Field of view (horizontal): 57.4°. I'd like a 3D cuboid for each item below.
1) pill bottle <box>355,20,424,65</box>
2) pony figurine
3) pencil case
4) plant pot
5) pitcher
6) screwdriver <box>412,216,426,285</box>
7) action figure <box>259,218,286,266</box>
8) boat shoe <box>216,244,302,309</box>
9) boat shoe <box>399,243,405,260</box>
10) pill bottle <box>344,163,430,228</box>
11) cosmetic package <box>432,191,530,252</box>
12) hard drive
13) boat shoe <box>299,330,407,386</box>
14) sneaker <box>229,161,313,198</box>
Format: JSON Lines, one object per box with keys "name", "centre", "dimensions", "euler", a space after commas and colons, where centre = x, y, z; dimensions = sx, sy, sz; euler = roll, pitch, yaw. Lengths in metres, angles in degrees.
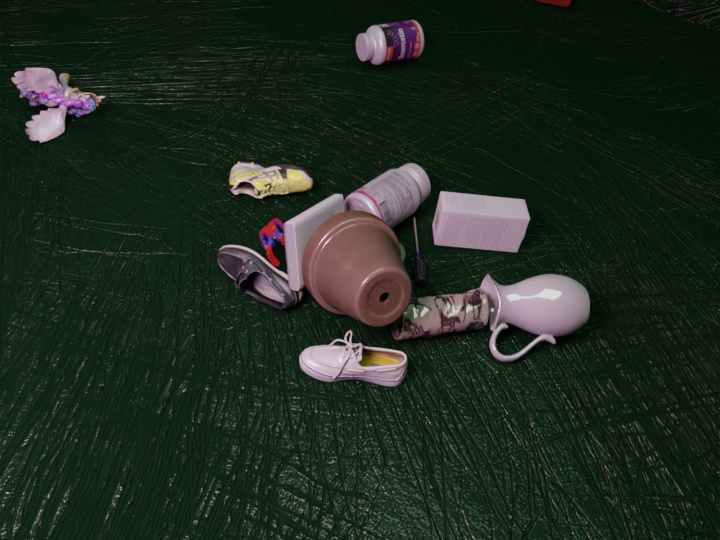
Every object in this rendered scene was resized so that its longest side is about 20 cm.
{"name": "pill bottle", "centre": [0.089, -0.687, 1.988], "dimensions": [0.196, 0.114, 0.113], "euler": [-18, 51, -24]}
{"name": "pony figurine", "centre": [-0.738, -0.416, 1.580], "dimensions": [0.191, 0.170, 0.198], "euler": [-24, 38, -38]}
{"name": "pencil case", "centre": [0.155, 0.081, 1.285], "dimensions": [0.195, 0.078, 0.091], "euler": [-6, 69, -14]}
{"name": "plant pot", "centre": [0.007, 0.013, 1.204], "dimensions": [0.196, 0.205, 0.175], "euler": [-11, 28, -19]}
{"name": "pitcher", "centre": [0.344, 0.093, 1.294], "dimensions": [0.195, 0.121, 0.176], "euler": [1, 75, -5]}
{"name": "screwdriver", "centre": [0.128, -0.046, 1.441], "dimensions": [0.029, 0.028, 0.203], "euler": [30, 39, -24]}
{"name": "action figure", "centre": [-0.173, -0.063, 1.349], "dimensions": [0.065, 0.052, 0.200], "euler": [-42, 25, 4]}
{"name": "boat shoe", "centre": [-0.210, 0.019, 1.287], "dimensions": [0.197, 0.075, 0.066], "euler": [33, 37, 9]}
{"name": "boat shoe", "centre": [0.001, 0.003, 1.350], "dimensions": [0.200, 0.075, 0.063], "euler": [-34, 23, -23]}
{"name": "pill bottle", "centre": [0.063, -0.158, 1.474], "dimensions": [0.113, 0.115, 0.199], "euler": [36, 50, 24]}
{"name": "cosmetic package", "centre": [0.267, -0.108, 1.470], "dimensions": [0.195, 0.103, 0.072], "euler": [6, 44, -5]}
{"name": "hard drive", "centre": [-0.085, -0.061, 1.308], "dimensions": [0.026, 0.135, 0.200], "euler": [8, 25, 25]}
{"name": "boat shoe", "centre": [-0.010, 0.155, 1.181], "dimensions": [0.197, 0.087, 0.076], "euler": [10, 45, 0]}
{"name": "sneaker", "centre": [-0.205, -0.195, 1.503], "dimensions": [0.195, 0.076, 0.078], "euler": [3, 52, 8]}
